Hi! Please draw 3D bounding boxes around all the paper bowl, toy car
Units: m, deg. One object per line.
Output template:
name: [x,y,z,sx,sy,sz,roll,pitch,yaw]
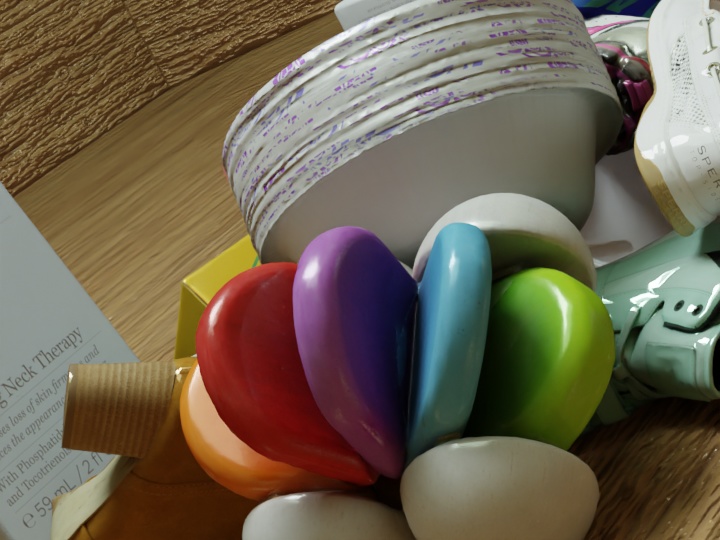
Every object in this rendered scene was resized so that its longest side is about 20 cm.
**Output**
paper bowl: [0.038,-0.048,1.031,0.199,0.105,0.201,-19,-19,-7]
toy car: [0.008,0.045,0.885,0.199,0.150,0.176,-21,47,33]

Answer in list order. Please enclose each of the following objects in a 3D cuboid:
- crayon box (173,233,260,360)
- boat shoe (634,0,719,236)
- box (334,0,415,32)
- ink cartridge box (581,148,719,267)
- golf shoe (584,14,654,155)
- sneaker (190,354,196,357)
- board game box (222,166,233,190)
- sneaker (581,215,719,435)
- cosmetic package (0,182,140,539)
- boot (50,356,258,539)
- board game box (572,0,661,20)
crayon box: [-0.055,0.024,1.322,0.200,0.052,0.126,-37,-24,-31]
boat shoe: [0.182,-0.089,1.005,0.069,0.071,0.201,-26,25,26]
box: [0.105,-0.135,1.401,0.152,0.201,0.106,-36,12,-33]
ink cartridge box: [0.199,-0.077,1.217,0.200,0.085,0.144,-37,14,-32]
golf shoe: [0.113,-0.103,1.165,0.092,0.073,0.199,-33,22,-36]
sneaker: [-0.070,0.087,1.207,0.200,0.074,0.082,-12,-50,-62]
board game box: [0.000,0.000,1.137,0.102,0.020,0.201,2,38,-28]
sneaker: [0.115,0.041,0.948,0.199,0.074,0.118,-30,13,-2]
cosmetic package: [-0.257,0.086,1.271,0.166,0.201,0.167,-33,7,42]
boot: [-0.085,0.129,1.039,0.142,0.203,0.071,7,36,-9]
board game box: [0.210,-0.203,1.183,0.199,0.045,0.152,-33,-21,19]
